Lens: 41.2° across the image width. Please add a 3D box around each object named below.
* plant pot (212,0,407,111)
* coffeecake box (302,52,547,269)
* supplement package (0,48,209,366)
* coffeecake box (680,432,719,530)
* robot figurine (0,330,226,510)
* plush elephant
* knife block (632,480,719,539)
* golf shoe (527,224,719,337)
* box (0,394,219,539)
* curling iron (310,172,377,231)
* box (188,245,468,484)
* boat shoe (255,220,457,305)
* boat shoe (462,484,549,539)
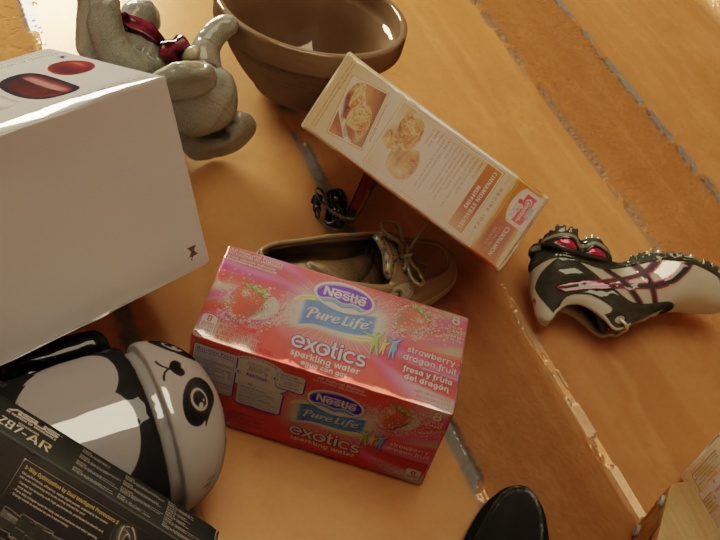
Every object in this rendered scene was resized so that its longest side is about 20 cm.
[{"bbox_3d":[-0.057,-0.231,0.987,0.197,0.094,0.203,11,40,-9],"label":"plant pot"},{"bbox_3d":[0.058,-0.094,0.839,0.199,0.074,0.154,36,7,2],"label":"coffeecake box"},{"bbox_3d":[-0.253,-0.059,0.707,0.190,0.150,0.198,-29,33,-33],"label":"supplement package"},{"bbox_3d":[0.371,0.213,0.739,0.151,0.074,0.202,-8,53,-22],"label":"coffeecake box"},{"bbox_3d":[-0.185,0.121,0.632,0.197,0.124,0.153,-16,94,-27],"label":"robot figurine"},{"bbox_3d":[-0.175,-0.183,0.882,0.151,0.165,0.204,4,76,6],"label":"plush elephant"},{"bbox_3d":[0.263,0.273,0.665,0.173,0.065,0.201,26,48,7],"label":"knife block"},{"bbox_3d":[0.247,0.025,0.883,0.196,0.077,0.090,10,68,-3],"label":"golf shoe"},{"bbox_3d":[-0.204,0.169,0.539,0.198,0.162,0.044,33,4,-9],"label":"box"},{"bbox_3d":[0.007,-0.108,0.950,0.049,0.026,0.201,28,48,6],"label":"curling iron"},{"bbox_3d":[-0.027,0.072,0.735,0.196,0.104,0.096,16,47,1],"label":"box"},{"bbox_3d":[0.000,0.000,0.830,0.196,0.063,0.074,-10,52,-23],"label":"boat shoe"},{"bbox_3d":[0.095,0.230,0.660,0.072,0.064,0.203,21,46,7],"label":"boat shoe"}]
